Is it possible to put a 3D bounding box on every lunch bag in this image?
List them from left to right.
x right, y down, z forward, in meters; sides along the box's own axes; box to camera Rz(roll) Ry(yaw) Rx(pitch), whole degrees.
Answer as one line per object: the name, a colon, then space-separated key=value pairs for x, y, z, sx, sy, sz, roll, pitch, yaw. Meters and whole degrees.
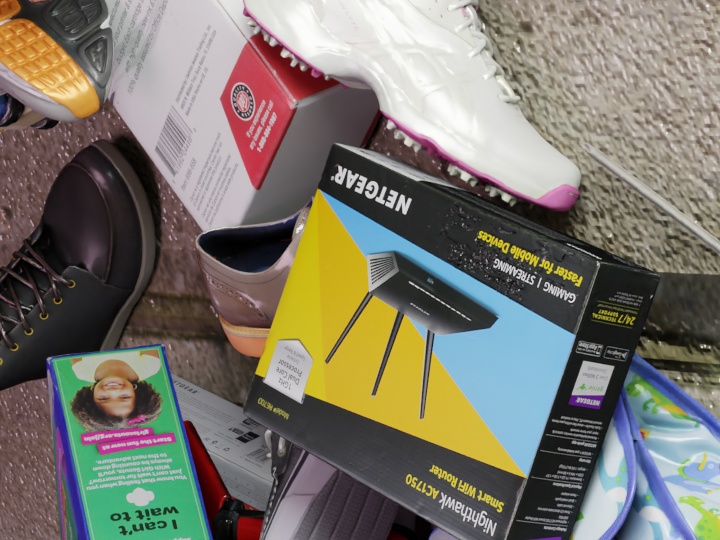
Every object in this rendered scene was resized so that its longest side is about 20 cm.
lunch bag: x=0.129 y=0.161 z=1.428 sx=0.170 sy=0.127 sz=0.200 roll=-50 pitch=61 yaw=30

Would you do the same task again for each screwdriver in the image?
screwdriver: x=0.176 y=-0.009 z=1.379 sx=0.200 sy=0.029 sz=0.028 roll=44 pitch=141 yaw=35

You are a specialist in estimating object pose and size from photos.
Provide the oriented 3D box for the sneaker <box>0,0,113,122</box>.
sneaker: x=-0.192 y=-0.127 z=1.635 sx=0.200 sy=0.076 sz=0.092 roll=46 pitch=151 yaw=43

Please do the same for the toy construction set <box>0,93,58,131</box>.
toy construction set: x=-0.202 y=-0.156 z=1.759 sx=0.200 sy=0.092 sz=0.131 roll=-30 pitch=69 yaw=56

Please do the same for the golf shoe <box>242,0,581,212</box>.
golf shoe: x=0.037 y=-0.108 z=1.463 sx=0.200 sy=0.075 sz=0.092 roll=37 pitch=96 yaw=8

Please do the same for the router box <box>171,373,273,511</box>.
router box: x=-0.067 y=0.178 z=1.804 sx=0.200 sy=0.049 sz=0.180 roll=23 pitch=128 yaw=46

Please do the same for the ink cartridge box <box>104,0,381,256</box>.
ink cartridge box: x=-0.081 y=-0.134 z=1.599 sx=0.200 sy=0.084 sz=0.144 roll=53 pitch=145 yaw=19

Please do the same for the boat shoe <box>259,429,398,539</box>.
boat shoe: x=-0.015 y=0.096 z=1.596 sx=0.071 sy=0.072 sz=0.200 roll=19 pitch=81 yaw=42

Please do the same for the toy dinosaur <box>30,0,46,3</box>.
toy dinosaur: x=-0.217 y=-0.232 z=1.636 sx=0.181 sy=0.105 sz=0.200 roll=140 pitch=137 yaw=-77

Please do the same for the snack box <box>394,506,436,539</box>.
snack box: x=0.030 y=0.159 z=1.680 sx=0.072 sy=0.024 sz=0.200 roll=20 pitch=126 yaw=49

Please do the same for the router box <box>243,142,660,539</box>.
router box: x=0.041 y=0.038 z=1.422 sx=0.200 sy=0.051 sz=0.149 roll=26 pitch=100 yaw=46

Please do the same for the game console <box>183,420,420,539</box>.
game console: x=-0.033 y=0.202 z=1.712 sx=0.172 sy=0.119 sz=0.200 roll=3 pitch=119 yaw=13

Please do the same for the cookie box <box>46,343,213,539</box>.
cookie box: x=-0.128 y=0.172 z=1.687 sx=0.200 sy=0.075 sz=0.171 roll=-110 pitch=15 yaw=-47

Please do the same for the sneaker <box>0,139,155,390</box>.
sneaker: x=-0.196 y=0.009 z=1.826 sx=0.075 sy=0.106 sz=0.200 roll=47 pitch=142 yaw=26

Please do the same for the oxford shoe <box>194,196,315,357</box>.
oxford shoe: x=0.000 y=0.000 z=1.532 sx=0.200 sy=0.071 sz=0.073 roll=-8 pitch=128 yaw=30
